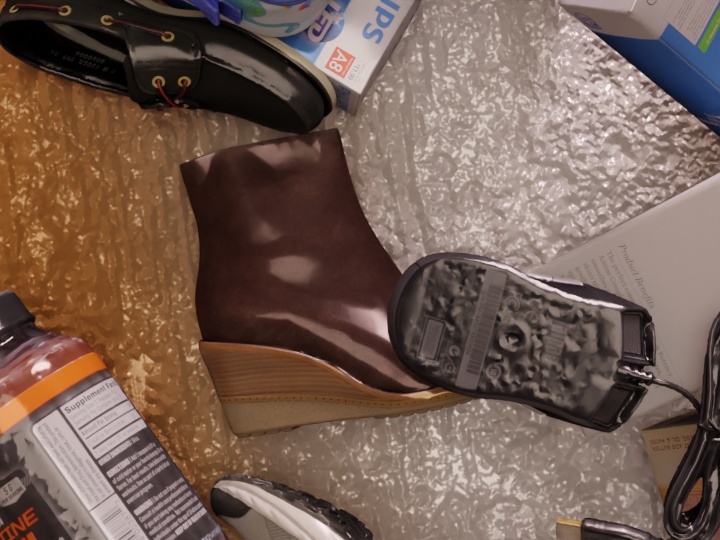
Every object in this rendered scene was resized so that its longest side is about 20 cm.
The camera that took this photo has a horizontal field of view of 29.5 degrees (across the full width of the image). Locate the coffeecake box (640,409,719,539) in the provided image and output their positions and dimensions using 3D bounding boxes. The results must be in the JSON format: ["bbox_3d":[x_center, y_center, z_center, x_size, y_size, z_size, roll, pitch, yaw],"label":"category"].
[{"bbox_3d":[0.248,0.167,0.733,0.072,0.153,0.202,-15,86,-25],"label":"coffeecake box"}]

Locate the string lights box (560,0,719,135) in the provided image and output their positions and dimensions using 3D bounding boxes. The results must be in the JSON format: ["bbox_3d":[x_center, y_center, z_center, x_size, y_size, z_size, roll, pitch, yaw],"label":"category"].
[{"bbox_3d":[0.212,-0.138,0.755,0.199,0.059,0.104,30,86,-35],"label":"string lights box"}]

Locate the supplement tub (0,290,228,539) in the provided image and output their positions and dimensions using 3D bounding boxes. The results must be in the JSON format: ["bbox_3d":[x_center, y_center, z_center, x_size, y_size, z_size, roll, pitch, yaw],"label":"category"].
[{"bbox_3d":[-0.164,0.112,0.755,0.107,0.107,0.201,-36,87,-4],"label":"supplement tub"}]

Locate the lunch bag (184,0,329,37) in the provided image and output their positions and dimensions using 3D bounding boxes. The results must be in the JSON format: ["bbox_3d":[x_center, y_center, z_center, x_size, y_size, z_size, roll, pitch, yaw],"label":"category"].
[{"bbox_3d":[-0.084,-0.228,0.735,0.199,0.082,0.162,27,81,1],"label":"lunch bag"}]

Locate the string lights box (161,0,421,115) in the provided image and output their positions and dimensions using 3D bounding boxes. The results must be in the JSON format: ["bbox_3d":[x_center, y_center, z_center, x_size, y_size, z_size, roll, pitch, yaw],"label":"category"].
[{"bbox_3d":[-0.062,-0.189,0.803,0.199,0.059,0.103,30,83,1],"label":"string lights box"}]

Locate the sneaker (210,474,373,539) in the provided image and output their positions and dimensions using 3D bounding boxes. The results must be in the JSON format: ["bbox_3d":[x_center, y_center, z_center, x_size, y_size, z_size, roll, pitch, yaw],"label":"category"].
[{"bbox_3d":[-0.018,0.172,0.734,0.199,0.074,0.080,30,91,38],"label":"sneaker"}]

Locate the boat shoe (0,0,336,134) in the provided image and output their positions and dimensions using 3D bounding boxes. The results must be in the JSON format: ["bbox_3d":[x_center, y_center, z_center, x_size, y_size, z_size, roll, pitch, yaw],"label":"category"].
[{"bbox_3d":[-0.112,-0.118,0.784,0.200,0.074,0.064,22,63,6],"label":"boat shoe"}]

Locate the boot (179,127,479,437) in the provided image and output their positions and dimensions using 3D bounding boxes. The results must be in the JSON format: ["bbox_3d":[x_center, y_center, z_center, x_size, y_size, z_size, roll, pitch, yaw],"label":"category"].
[{"bbox_3d":[0.000,0.000,0.784,0.198,0.072,0.168,-9,88,1],"label":"boot"}]

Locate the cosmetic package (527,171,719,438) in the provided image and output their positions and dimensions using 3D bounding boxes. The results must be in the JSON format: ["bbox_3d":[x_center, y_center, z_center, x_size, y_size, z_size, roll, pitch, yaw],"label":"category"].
[{"bbox_3d":[0.192,0.003,0.743,0.199,0.074,0.102,-28,88,29],"label":"cosmetic package"}]

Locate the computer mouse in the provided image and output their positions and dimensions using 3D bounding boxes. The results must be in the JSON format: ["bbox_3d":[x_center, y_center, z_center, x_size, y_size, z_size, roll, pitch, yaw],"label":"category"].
[{"bbox_3d":[0.107,0.071,0.727,0.198,0.046,0.142,11,95,11],"label":"computer mouse"}]
